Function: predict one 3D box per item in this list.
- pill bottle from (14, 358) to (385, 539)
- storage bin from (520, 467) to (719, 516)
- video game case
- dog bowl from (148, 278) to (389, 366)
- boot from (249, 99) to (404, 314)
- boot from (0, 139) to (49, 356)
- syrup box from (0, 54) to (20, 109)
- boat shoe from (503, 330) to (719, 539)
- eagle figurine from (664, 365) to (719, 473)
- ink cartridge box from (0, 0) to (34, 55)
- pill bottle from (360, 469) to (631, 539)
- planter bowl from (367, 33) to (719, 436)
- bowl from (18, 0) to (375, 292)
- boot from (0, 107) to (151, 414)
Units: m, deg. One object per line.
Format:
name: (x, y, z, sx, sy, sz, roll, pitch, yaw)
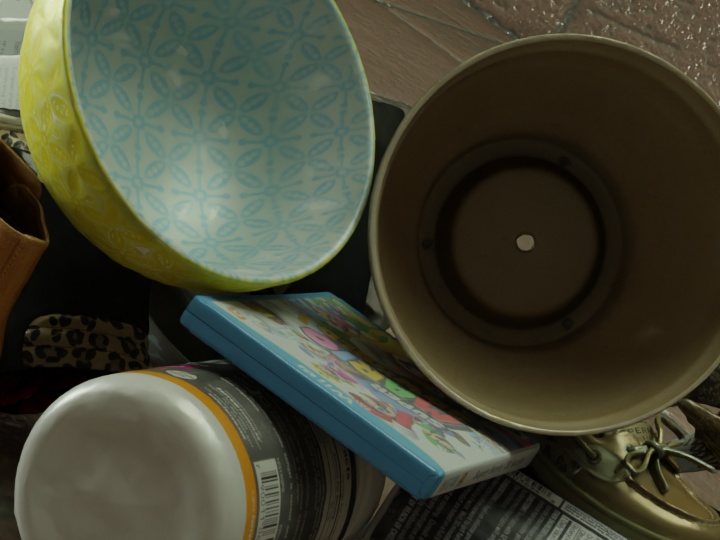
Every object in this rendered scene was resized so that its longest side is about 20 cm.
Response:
pill bottle: (-0.069, 0.101, 1.193, 0.116, 0.116, 0.200, 35, 14, 18)
storage bin: (0.129, 0.162, 1.439, 0.200, 0.094, 0.135, 30, 13, 3)
video game case: (0.005, 0.057, 1.228, 0.143, 0.018, 0.200, 36, 10, 14)
dog bowl: (-0.064, -0.014, 1.503, 0.200, 0.200, 0.059, 24, -25, -23)
boot: (-0.001, 0.000, 1.407, 0.165, 0.200, 0.066, -2, -25, 39)
boot: (-0.220, -0.012, 1.222, 0.071, 0.144, 0.201, 19, 17, -42)
syrup box: (-0.135, -0.070, 1.401, 0.200, 0.081, 0.079, 0, -23, 11)
boat shoe: (0.123, 0.087, 1.364, 0.200, 0.063, 0.073, 38, 15, 27)
eagle figurine: (0.231, 0.090, 1.446, 0.151, 0.152, 0.200, 15, 11, 15)
ink cartridge box: (-0.172, -0.118, 1.543, 0.200, 0.145, 0.085, 0, 43, -21)
pill bottle: (0.098, 0.176, 1.296, 0.200, 0.106, 0.106, 32, 14, 7)
planter bowl: (0.094, -0.016, 1.305, 0.200, 0.200, 0.135, 29, -5, -6)
bowl: (-0.099, -0.076, 1.232, 0.200, 0.108, 0.200, 19, 62, -40)
boot: (-0.194, -0.006, 1.297, 0.200, 0.151, 0.073, 1, -25, -2)
